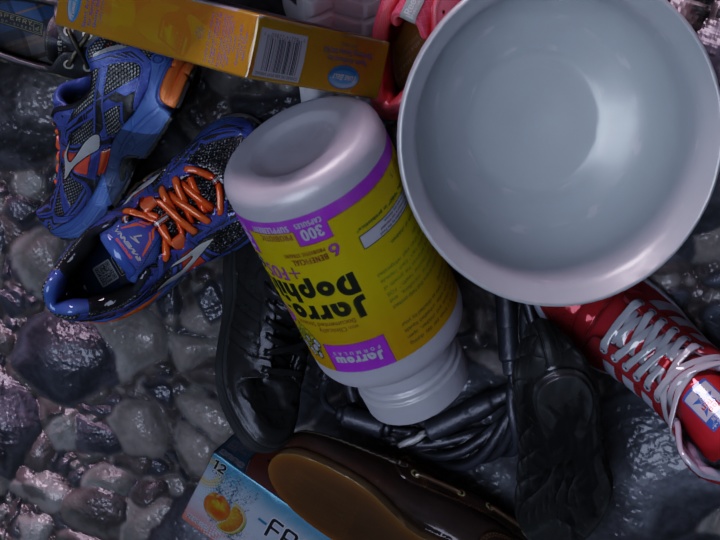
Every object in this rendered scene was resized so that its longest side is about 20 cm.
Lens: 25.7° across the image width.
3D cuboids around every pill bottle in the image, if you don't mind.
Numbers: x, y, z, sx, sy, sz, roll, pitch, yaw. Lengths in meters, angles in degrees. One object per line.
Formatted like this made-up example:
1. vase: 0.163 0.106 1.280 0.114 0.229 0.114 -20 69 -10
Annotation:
1. pill bottle: 0.000 0.000 0.977 0.103 0.105 0.201 -10 126 25

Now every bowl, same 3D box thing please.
1. bowl: 0.114 -0.087 0.964 0.198 0.090 0.204 -1 103 -6

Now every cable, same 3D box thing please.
1. cable: 0.058 0.044 1.071 0.162 0.051 0.202 28 115 12

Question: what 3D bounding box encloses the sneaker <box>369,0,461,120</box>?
1. sneaker: 0.054 -0.181 0.980 0.073 0.087 0.202 22 114 13

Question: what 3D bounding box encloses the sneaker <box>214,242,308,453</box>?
1. sneaker: -0.050 0.014 1.064 0.104 0.059 0.203 -27 61 51

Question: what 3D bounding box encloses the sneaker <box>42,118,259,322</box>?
1. sneaker: -0.129 -0.023 1.024 0.200 0.078 0.076 -40 88 23

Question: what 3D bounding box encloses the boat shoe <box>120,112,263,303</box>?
1. boat shoe: -0.145 -0.035 1.119 0.072 0.072 0.200 45 118 4

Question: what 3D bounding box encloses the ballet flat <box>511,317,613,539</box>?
1. ballet flat: 0.132 0.115 1.040 0.065 0.057 0.202 -6 133 0

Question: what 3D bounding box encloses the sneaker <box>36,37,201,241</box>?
1. sneaker: -0.181 -0.097 1.093 0.078 0.076 0.200 35 132 -8

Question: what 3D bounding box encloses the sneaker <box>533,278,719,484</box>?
1. sneaker: 0.189 0.061 0.979 0.199 0.112 0.072 37 99 5

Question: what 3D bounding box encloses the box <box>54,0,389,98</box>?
1. box: -0.094 -0.148 0.969 0.198 0.118 0.042 18 101 39

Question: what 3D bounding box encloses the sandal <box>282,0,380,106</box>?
1. sandal: -0.022 -0.191 1.022 0.050 0.082 0.205 25 117 42

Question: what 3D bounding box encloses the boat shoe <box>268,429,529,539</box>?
1. boat shoe: 0.031 0.167 1.101 0.199 0.071 0.071 32 136 -2

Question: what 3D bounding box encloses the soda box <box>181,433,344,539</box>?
1. soda box: -0.028 0.199 1.151 0.199 0.064 0.069 34 117 9

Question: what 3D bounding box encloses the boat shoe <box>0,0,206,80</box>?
1. boat shoe: -0.204 -0.161 1.111 0.198 0.057 0.070 15 112 18
